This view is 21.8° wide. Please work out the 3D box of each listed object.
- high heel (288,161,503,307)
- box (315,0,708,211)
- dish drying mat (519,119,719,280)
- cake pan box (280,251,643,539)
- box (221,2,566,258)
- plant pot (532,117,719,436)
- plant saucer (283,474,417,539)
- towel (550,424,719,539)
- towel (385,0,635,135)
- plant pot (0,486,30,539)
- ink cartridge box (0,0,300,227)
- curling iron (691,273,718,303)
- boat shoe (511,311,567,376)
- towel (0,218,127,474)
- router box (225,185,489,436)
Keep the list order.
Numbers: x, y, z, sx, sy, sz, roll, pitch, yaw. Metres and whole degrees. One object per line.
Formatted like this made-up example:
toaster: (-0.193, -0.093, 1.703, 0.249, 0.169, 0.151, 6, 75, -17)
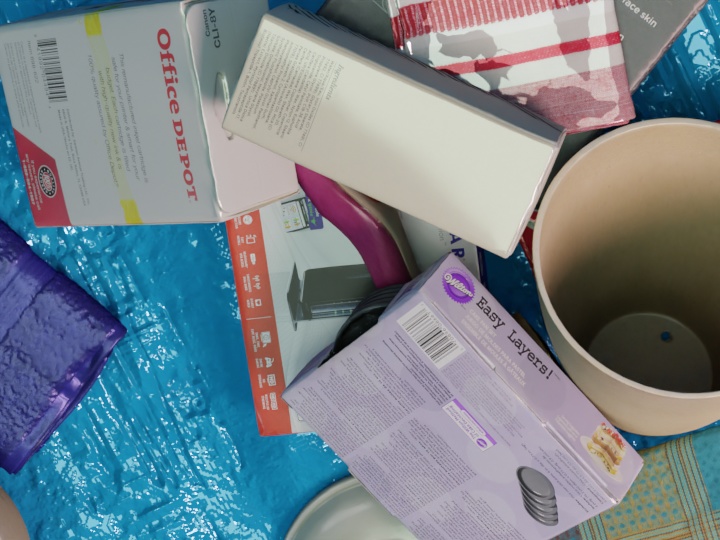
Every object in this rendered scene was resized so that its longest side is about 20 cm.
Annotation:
high heel: (0.000, 0.000, 1.281, 0.200, 0.067, 0.096, 44, 109, -1)
box: (0.105, -0.184, 1.241, 0.196, 0.117, 0.200, 38, 108, -1)
dish drying mat: (0.201, -0.048, 1.293, 0.198, 0.018, 0.077, -18, 97, 24)
cake pan box: (0.061, 0.102, 1.251, 0.200, 0.052, 0.184, 46, 137, -4)
box: (0.022, -0.089, 1.159, 0.199, 0.068, 0.083, 26, 107, 5)
plant pot: (0.199, 0.032, 1.230, 0.185, 0.200, 0.189, 0, 65, 1)
plant saucer: (0.029, 0.249, 1.399, 0.198, 0.050, 0.202, 2, 104, 8)
towel: (0.217, 0.186, 1.241, 0.199, 0.022, 0.148, -21, 77, 32)
towel: (0.085, -0.178, 1.175, 0.143, 0.023, 0.202, -10, 102, 11)
plant pot: (-0.328, 0.217, 1.405, 0.198, 0.135, 0.203, 2, 105, 8)
ink cartridge box: (-0.146, -0.109, 1.273, 0.199, 0.083, 0.147, 1, 106, 42)
curling iron: (0.261, -0.073, 1.290, 0.049, 0.026, 0.202, 11, 107, 13)
boat shoe: (0.138, 0.125, 1.323, 0.070, 0.070, 0.201, -31, 107, 3)
towel: (-0.288, 0.036, 1.402, 0.200, 0.050, 0.148, 40, 100, -2)
router box: (0.002, 0.009, 1.343, 0.178, 0.049, 0.202, -6, 103, 11)
